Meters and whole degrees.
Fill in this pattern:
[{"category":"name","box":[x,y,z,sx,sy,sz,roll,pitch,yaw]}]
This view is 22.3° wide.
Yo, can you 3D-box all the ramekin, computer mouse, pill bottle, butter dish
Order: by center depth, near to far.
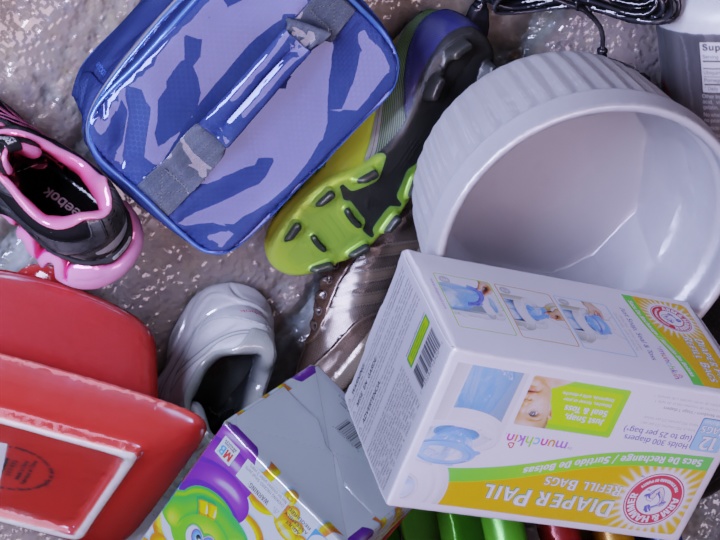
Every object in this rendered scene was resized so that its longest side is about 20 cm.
[{"category":"ramekin","box":[0.125,-0.038,1.124,0.198,0.105,0.202,-8,125,-11]},{"category":"butter dish","box":[-0.206,0.064,1.138,0.198,0.149,0.200,16,144,-16]},{"category":"computer mouse","box":[0.126,-0.103,1.196,0.139,0.046,0.201,12,126,11]},{"category":"pill bottle","box":[0.251,-0.137,1.200,0.110,0.111,0.202,-12,111,-10]}]

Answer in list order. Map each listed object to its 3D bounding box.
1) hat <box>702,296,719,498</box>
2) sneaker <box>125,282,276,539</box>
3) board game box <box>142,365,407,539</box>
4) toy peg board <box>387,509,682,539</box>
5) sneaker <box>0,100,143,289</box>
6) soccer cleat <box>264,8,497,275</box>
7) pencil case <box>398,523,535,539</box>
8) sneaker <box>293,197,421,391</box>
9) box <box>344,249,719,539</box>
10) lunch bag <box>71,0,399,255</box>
[{"category":"hat","box":[0.169,0.077,1.230,0.199,0.081,0.202,6,62,-11]},{"category":"sneaker","box":[-0.114,0.109,1.193,0.077,0.099,0.201,20,102,-20]},{"category":"board game box","box":[-0.066,0.174,1.116,0.105,0.103,0.201,43,123,12]},{"category":"toy peg board","box":[0.108,0.189,1.176,0.198,0.200,0.099,-2,73,-35]},{"category":"sneaker","box":[-0.217,-0.069,1.081,0.199,0.095,0.079,29,75,6]},{"category":"soccer cleat","box":[0.007,-0.082,1.171,0.201,0.084,0.065,-50,129,1]},{"category":"pencil case","box":[0.067,0.140,1.263,0.198,0.078,0.090,-6,121,-12]},{"category":"sneaker","box":[0.000,0.000,1.215,0.075,0.070,0.201,35,91,-3]},{"category":"box","box":[0.108,0.075,1.065,0.198,0.102,0.113,9,120,-22]},{"category":"lunch bag","box":[-0.071,-0.117,1.111,0.136,0.132,0.200,41,95,-23]}]
